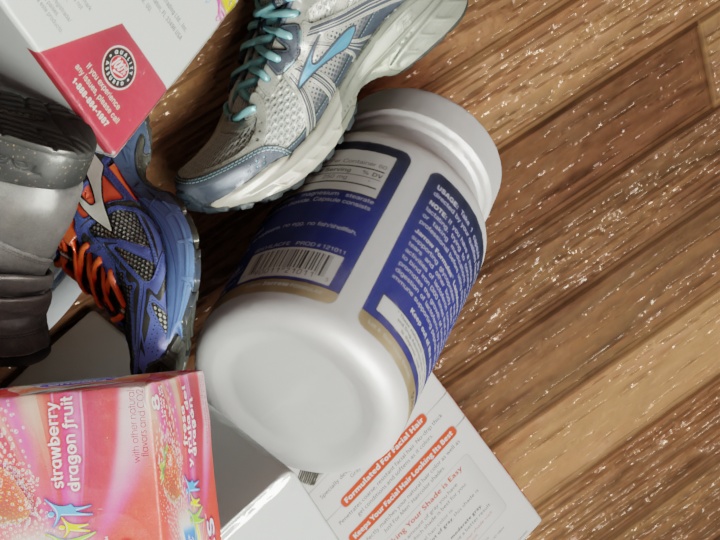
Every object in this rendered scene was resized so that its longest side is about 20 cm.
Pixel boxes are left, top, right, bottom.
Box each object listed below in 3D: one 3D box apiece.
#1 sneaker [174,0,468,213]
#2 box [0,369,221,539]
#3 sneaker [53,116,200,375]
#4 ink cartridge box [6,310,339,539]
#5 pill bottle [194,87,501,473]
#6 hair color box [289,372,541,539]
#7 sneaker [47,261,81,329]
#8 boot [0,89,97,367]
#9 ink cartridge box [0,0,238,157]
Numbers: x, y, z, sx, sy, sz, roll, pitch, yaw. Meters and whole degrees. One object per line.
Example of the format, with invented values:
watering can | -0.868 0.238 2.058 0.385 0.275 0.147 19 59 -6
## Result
sneaker | -0.037 -0.115 1.505 0.200 0.077 0.086 -48 121 -19
box | -0.120 0.150 1.296 0.095 0.102 0.201 -8 93 -77
sneaker | -0.130 -0.018 1.400 0.078 0.201 0.076 -10 138 -17
ink cartridge box | -0.110 0.148 1.478 0.145 0.200 0.146 -42 131 -11
pill bottle | 0.000 0.000 1.503 0.200 0.115 0.116 -61 144 -43
hair color box | 0.011 0.116 1.653 0.111 0.064 0.200 -46 133 -10
sneaker | -0.217 0.017 1.412 0.200 0.073 0.071 -34 132 -21
boot | -0.229 -0.030 1.332 0.199 0.070 0.132 20 115 2
ink cartridge box | -0.117 -0.180 1.368 0.200 0.083 0.146 -53 134 -21
